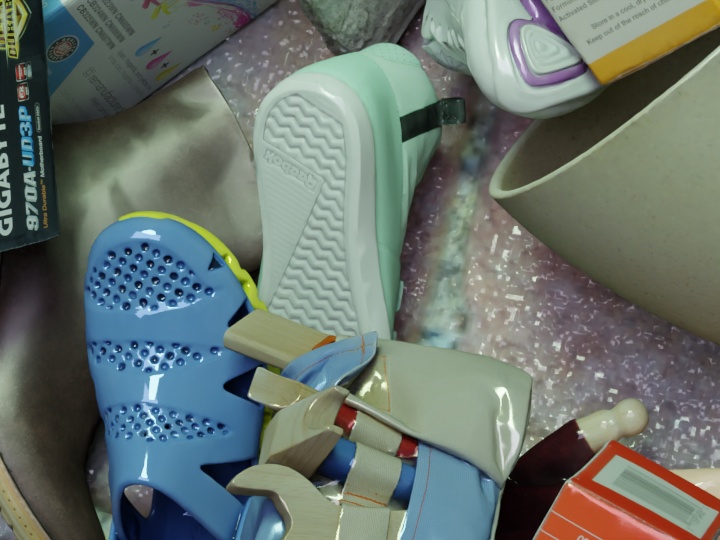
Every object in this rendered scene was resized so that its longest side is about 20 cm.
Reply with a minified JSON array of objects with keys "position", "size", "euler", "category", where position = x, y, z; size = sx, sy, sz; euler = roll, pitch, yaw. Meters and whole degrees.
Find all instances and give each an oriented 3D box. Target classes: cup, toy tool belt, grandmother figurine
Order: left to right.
[{"position":[-0.013,0.100,1.177],"size":[0.123,0.125,0.200],"euler":[21,41,-5],"category":"toy tool belt"},{"position":[0.100,0.116,1.268],"size":[0.199,0.061,0.122],"euler":[1,66,15],"category":"grandmother figurine"},{"position":[0.174,-0.044,1.242],"size":[0.200,0.200,0.143],"euler":[-41,97,-2],"category":"cup"}]

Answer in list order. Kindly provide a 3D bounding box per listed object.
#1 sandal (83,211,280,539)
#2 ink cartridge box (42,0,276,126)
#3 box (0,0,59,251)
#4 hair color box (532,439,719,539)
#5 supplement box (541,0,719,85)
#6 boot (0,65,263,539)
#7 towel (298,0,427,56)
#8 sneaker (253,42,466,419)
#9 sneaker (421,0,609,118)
[{"position":[-0.076,0.075,1.256],"size":[0.079,0.087,0.201],"euler":[-7,102,20],"category":"sandal"},{"position":[-0.098,-0.177,1.354],"size":[0.200,0.129,0.125],"euler":[-36,70,1],"category":"ink cartridge box"},{"position":[-0.214,-0.098,1.296],"size":[0.200,0.046,0.159],"euler":[10,108,43],"category":"box"},{"position":[0.069,0.173,1.193],"size":[0.064,0.111,0.200],"euler":[28,100,9],"category":"hair color box"},{"position":[0.089,-0.193,1.199],"size":[0.073,0.126,0.200],"euler":[-27,106,41],"category":"supplement box"},{"position":[-0.104,0.023,1.329],"size":[0.166,0.072,0.200],"euler":[-22,78,-2],"category":"boot"},{"position":[0.007,-0.176,1.296],"size":[0.034,0.200,0.133],"euler":[35,84,29],"category":"towel"},{"position":[0.000,0.000,1.315],"size":[0.074,0.118,0.201],"euler":[13,112,21],"category":"sneaker"},{"position":[0.069,-0.104,1.283],"size":[0.075,0.200,0.100],"euler":[35,118,-11],"category":"sneaker"}]
